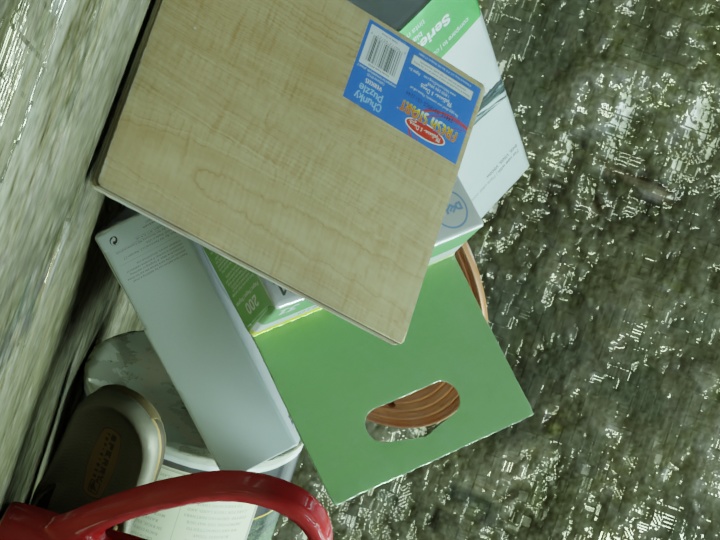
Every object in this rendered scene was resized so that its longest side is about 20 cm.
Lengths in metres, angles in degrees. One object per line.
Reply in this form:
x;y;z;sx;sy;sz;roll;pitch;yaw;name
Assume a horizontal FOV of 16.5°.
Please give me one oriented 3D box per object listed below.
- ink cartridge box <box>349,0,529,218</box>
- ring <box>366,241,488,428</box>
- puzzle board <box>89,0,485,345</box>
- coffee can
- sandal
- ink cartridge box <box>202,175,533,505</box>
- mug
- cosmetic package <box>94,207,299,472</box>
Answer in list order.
0.013;-0.128;1.571;0.083;0.146;0.201;-46;143;-18;ink cartridge box
0.000;0.000;1.467;0.019;0.200;0.201;-34;155;-39;ring
-0.034;-0.070;1.268;0.017;0.199;0.152;-4;-117;54;puzzle board
-0.128;0.160;1.565;0.147;0.145;0.201;-72;-179;-64;coffee can
-0.168;0.163;1.452;0.054;0.080;0.201;-30;140;-67;sandal
0.003;0.005;1.326;0.145;0.201;0.048;-21;166;-31;ink cartridge box
-0.107;0.188;1.353;0.133;0.199;0.179;110;-1;-83;mug
-0.083;0.023;1.418;0.200;0.051;0.152;-76;141;-81;cosmetic package
